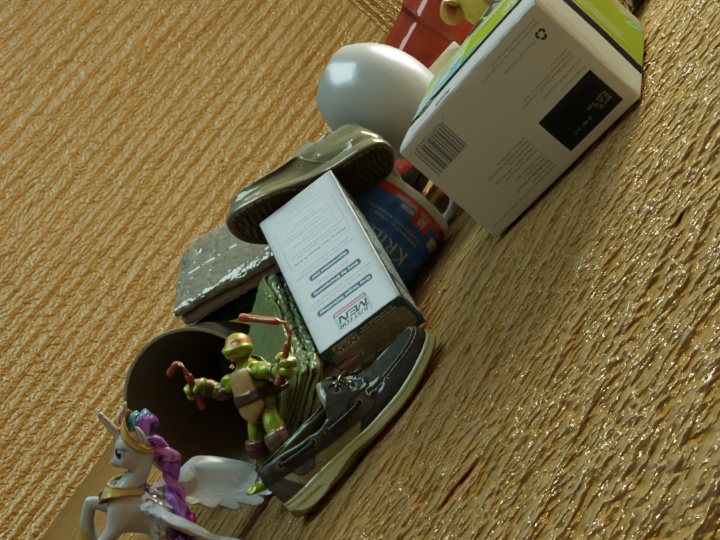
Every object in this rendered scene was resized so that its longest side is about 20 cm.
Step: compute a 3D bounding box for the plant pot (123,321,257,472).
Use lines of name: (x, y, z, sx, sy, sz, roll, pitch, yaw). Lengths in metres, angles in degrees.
plant pot: (-0.163, 0.139, 1.458, 0.188, 0.187, 0.200, -48, -3, 17)

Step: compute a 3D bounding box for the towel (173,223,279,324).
towel: (-0.133, -0.022, 1.396, 0.198, 0.035, 0.133, -29, 34, 20)

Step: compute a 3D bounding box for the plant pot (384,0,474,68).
plant pot: (0.112, -0.318, 1.841, 0.196, 0.199, 0.201, -57, 7, 15)

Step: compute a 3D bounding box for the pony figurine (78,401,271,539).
pony figurine: (-0.195, 0.246, 1.182, 0.167, 0.191, 0.202, -75, 7, -76)

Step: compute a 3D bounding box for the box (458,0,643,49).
box: (0.211, -0.275, 1.348, 0.198, 0.044, 0.161, -3, 44, 46)

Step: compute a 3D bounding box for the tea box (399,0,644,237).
tea box: (0.161, -0.179, 1.163, 0.200, 0.133, 0.197, -46, 10, 30)

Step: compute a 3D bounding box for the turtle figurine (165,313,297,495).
turtle figurine: (-0.105, 0.128, 1.141, 0.199, 0.163, 0.064, -22, -6, 42)

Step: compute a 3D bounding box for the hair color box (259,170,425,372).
hair color box: (-0.022, 0.001, 1.221, 0.100, 0.061, 0.201, -36, 47, 9)

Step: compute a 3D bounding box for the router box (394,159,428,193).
router box: (0.006, -0.093, 1.540, 0.178, 0.049, 0.200, -31, -12, -19)

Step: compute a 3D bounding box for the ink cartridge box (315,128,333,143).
ink cartridge box: (0.018, -0.161, 1.645, 0.199, 0.085, 0.145, -37, -16, 26)

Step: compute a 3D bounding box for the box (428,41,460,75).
box: (0.133, -0.212, 1.512, 0.095, 0.077, 0.200, -48, 20, 12)

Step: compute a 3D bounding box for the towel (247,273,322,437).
towel: (-0.083, 0.108, 1.231, 0.200, 0.036, 0.150, -121, 43, -56)

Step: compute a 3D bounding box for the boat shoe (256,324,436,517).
boat shoe: (-0.014, 0.123, 1.051, 0.202, 0.066, 0.072, -51, 9, 1)

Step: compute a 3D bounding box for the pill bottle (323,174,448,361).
pill bottle: (0.000, 0.000, 1.331, 0.201, 0.112, 0.112, -54, 9, -10)

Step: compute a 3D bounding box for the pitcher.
pitcher: (0.045, -0.159, 1.381, 0.121, 0.198, 0.173, -34, -32, -60)

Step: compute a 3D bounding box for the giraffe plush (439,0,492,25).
giraffe plush: (0.198, -0.342, 1.531, 0.200, 0.162, 0.173, -43, 12, 37)

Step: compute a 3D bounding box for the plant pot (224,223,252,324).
plant pot: (-0.133, 0.019, 1.674, 0.201, 0.188, 0.201, -50, 9, 11)

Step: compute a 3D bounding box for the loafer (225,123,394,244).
loafer: (-0.058, -0.096, 1.311, 0.198, 0.076, 0.069, -26, 44, -1)

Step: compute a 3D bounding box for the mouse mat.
mouse mat: (-0.117, 0.016, 1.486, 0.199, 0.008, 0.161, -36, -8, 25)
